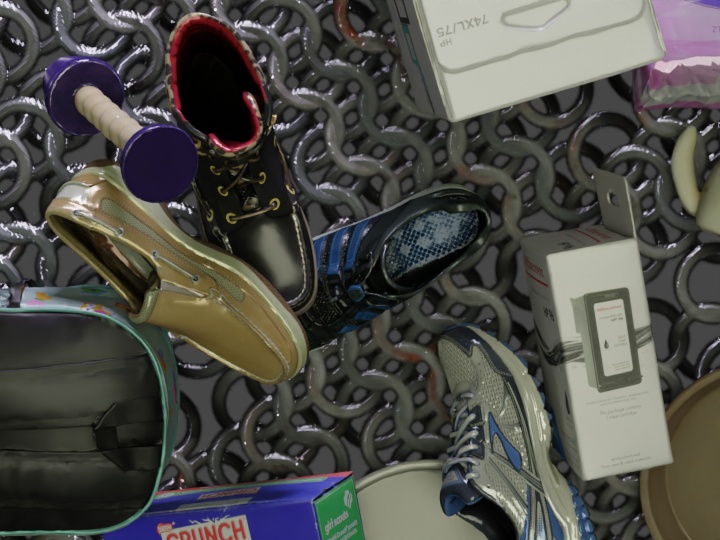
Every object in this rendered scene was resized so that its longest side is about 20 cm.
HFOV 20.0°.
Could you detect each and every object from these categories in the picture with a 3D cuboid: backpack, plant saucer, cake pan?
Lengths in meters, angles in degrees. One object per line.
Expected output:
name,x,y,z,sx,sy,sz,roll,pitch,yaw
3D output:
backpack,-0.220,0.091,1.392,0.199,0.153,0.176,1,98,8
plant saucer,0.302,0.154,1.474,0.200,0.029,0.201,4,107,13
cake pan,0.048,0.233,1.487,0.200,0.037,0.201,0,97,-4

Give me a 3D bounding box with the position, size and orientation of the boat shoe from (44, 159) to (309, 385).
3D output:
boat shoe,-0.127,0.015,1.356,0.200,0.076,0.072,38,129,1

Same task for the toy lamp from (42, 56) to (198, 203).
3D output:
toy lamp,-0.165,-0.099,1.353,0.058,0.200,0.058,-11,116,-22

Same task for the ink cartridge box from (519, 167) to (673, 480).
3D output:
ink cartridge box,0.160,0.034,1.432,0.068,0.116,0.201,-10,97,-4

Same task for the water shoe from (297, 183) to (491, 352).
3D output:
water shoe,0.000,0.000,1.435,0.200,0.079,0.072,-33,98,0

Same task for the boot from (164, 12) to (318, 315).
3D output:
boot,-0.081,-0.071,1.365,0.073,0.151,0.200,-15,81,-3

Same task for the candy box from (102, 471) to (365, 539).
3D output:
candy box,-0.076,0.252,1.434,0.169,0.077,0.201,-7,99,22

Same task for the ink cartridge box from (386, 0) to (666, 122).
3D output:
ink cartridge box,0.097,-0.190,1.358,0.146,0.200,0.146,-17,98,-2

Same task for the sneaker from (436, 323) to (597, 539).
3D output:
sneaker,0.091,0.131,1.427,0.085,0.077,0.200,-17,72,-22

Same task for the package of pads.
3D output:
package of pads,0.244,-0.204,1.393,0.120,0.076,0.200,2,70,-4

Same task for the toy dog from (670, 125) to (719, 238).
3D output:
toy dog,0.339,-0.084,1.436,0.194,0.139,0.200,36,96,29
